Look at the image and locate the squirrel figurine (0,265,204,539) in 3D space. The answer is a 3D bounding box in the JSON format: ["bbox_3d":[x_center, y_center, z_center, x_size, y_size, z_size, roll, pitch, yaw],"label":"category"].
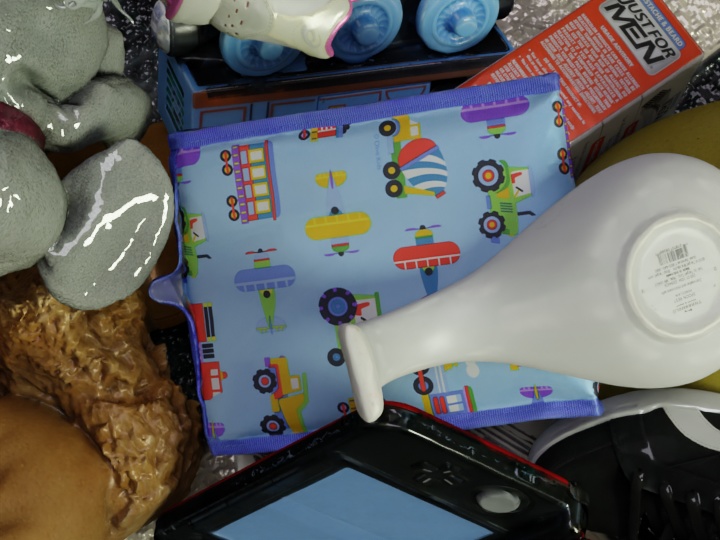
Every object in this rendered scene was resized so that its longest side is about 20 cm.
[{"bbox_3d":[-0.185,0.067,0.814,0.199,0.142,0.187,-37,77,-2],"label":"squirrel figurine"}]

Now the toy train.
[{"bbox_3d":[-0.014,-0.116,0.865,0.198,0.115,0.087,-9,44,-20],"label":"toy train"}]

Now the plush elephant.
[{"bbox_3d":[-0.168,-0.058,0.733,0.164,0.199,0.156,24,72,-29],"label":"plush elephant"}]

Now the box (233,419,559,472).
[{"bbox_3d":[0.034,0.071,0.856,0.198,0.068,0.083,-3,73,0],"label":"box"}]

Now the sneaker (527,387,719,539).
[{"bbox_3d":[0.168,0.113,0.720,0.198,0.074,0.112,-2,35,13],"label":"sneaker"}]

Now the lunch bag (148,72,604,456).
[{"bbox_3d":[0.000,0.000,0.760,0.198,0.094,0.152,-8,93,1],"label":"lunch bag"}]

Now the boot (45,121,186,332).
[{"bbox_3d":[-0.141,-0.059,0.902,0.143,0.071,0.202,-30,79,-14],"label":"boot"}]

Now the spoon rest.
[{"bbox_3d":[0.082,0.013,0.692,0.198,0.061,0.100,-15,96,-15],"label":"spoon rest"}]

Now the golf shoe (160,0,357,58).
[{"bbox_3d":[-0.025,-0.167,0.790,0.091,0.076,0.201,24,46,-2],"label":"golf shoe"}]

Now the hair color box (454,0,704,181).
[{"bbox_3d":[0.076,-0.063,0.871,0.199,0.111,0.064,-33,77,-8],"label":"hair color box"}]

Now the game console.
[{"bbox_3d":[0.012,0.166,0.753,0.172,0.200,0.119,27,53,-27],"label":"game console"}]

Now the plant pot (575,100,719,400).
[{"bbox_3d":[0.208,-0.005,0.791,0.198,0.142,0.202,5,71,-15],"label":"plant pot"}]
